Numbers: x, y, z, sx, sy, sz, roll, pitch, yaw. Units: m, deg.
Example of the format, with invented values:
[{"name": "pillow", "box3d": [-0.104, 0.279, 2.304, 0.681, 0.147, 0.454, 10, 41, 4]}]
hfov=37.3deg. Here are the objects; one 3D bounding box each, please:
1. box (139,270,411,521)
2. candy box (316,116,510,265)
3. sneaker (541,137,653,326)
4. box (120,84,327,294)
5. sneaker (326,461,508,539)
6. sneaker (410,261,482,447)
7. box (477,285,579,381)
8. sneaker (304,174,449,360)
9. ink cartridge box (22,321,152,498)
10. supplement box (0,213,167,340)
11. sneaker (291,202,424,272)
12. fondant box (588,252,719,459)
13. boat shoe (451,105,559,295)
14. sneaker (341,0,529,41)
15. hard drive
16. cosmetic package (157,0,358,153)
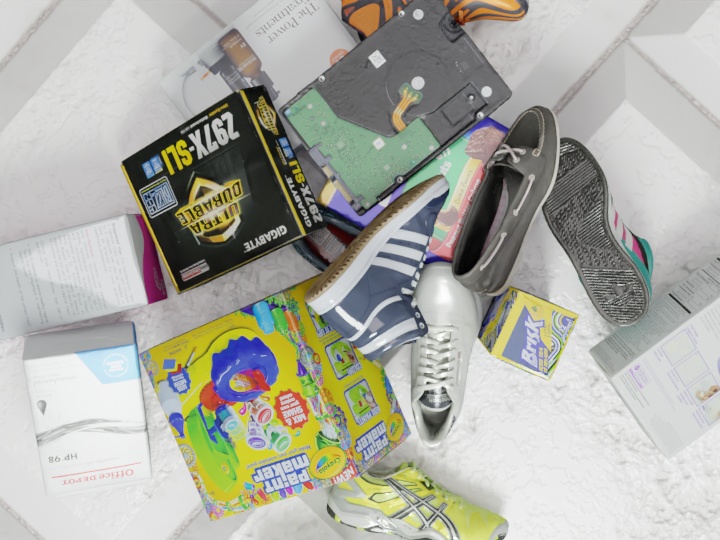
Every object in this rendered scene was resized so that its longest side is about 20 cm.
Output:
[{"name": "box", "box3d": [-0.087, 0.127, 1.102, 0.199, 0.122, 0.194, -24, 91, 31]}, {"name": "candy box", "box3d": [0.079, -0.099, 1.144, 0.199, 0.077, 0.170, 29, 93, 2]}, {"name": "sneaker", "box3d": [0.249, -0.041, 1.116, 0.083, 0.121, 0.201, -23, 85, 16]}, {"name": "box", "box3d": [-0.148, -0.081, 1.121, 0.199, 0.049, 0.160, -22, 91, 37]}, {"name": "sneaker", "box3d": [0.065, 0.252, 1.158, 0.199, 0.075, 0.077, 12, 93, 1]}, {"name": "sneaker", "box3d": [0.085, 0.087, 1.113, 0.076, 0.081, 0.201, 4, 119, 12]}, {"name": "box", "box3d": [0.165, 0.058, 1.083, 0.064, 0.200, 0.070, 24, 92, 2]}, {"name": "sneaker", "box3d": [0.043, 0.001, 1.060, 0.109, 0.070, 0.200, 49, 65, -10]}, {"name": "ink cartridge box", "box3d": [-0.285, 0.164, 1.136, 0.115, 0.067, 0.201, -8, 111, -13]}, {"name": "supplement box", "box3d": [-0.324, 0.008, 1.157, 0.199, 0.101, 0.104, -15, 91, 4]}, {"name": "sneaker", "box3d": [0.000, 0.000, 1.142, 0.199, 0.096, 0.080, 31, 94, 2]}, {"name": "fondant box", "box3d": [0.359, 0.083, 1.115, 0.200, 0.058, 0.144, -36, 121, 4]}, {"name": "boat shoe", "box3d": [0.144, -0.073, 1.063, 0.057, 0.067, 0.201, 18, 89, -40]}, {"name": "sneaker", "box3d": [0.073, -0.265, 1.136, 0.199, 0.078, 0.113, 14, 83, 14]}, {"name": "hard drive", "box3d": [0.035, -0.169, 1.087, 0.200, 0.038, 0.140, -39, 89, 4]}, {"name": "cosmetic package", "box3d": [-0.096, -0.205, 1.164, 0.200, 0.052, 0.151, -38, 92, 4]}]
